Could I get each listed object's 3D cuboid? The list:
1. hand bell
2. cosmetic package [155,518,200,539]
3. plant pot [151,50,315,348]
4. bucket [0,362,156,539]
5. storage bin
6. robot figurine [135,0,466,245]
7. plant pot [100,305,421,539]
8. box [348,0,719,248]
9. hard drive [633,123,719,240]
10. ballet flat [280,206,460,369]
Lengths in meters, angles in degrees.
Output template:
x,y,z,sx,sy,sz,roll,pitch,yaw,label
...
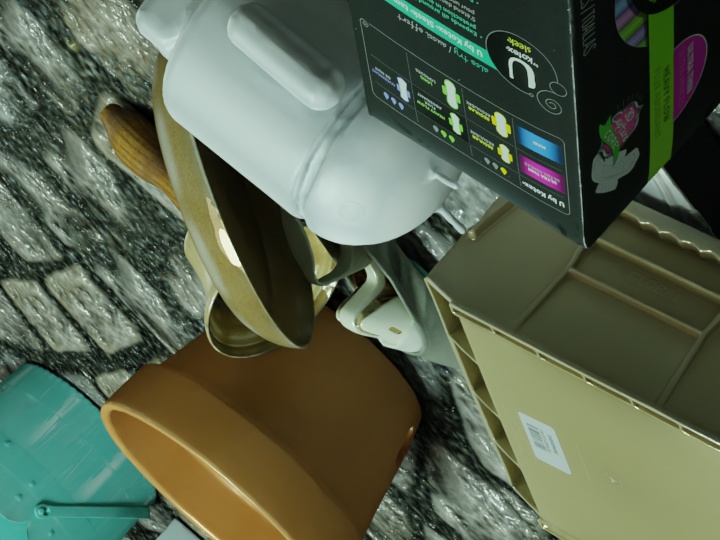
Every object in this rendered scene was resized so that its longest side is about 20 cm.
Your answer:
x,y,z,sx,sy,sz,roll,pitch,yaw,label
-0.108,-0.047,1.646,0.200,0.104,0.104,47,163,34,hand bell
-0.132,0.329,2.394,0.150,0.052,0.200,36,157,14,cosmetic package
-0.075,-0.046,1.461,0.200,0.027,0.201,-20,-90,-81,plant pot
-0.291,0.194,2.318,0.207,0.135,0.208,39,158,18,bucket
0.148,0.071,1.241,0.198,0.094,0.200,28,156,35,storage bin
-0.023,-0.091,1.329,0.200,0.113,0.170,39,-178,15,robot figurine
-0.053,0.105,1.693,0.200,0.140,0.200,37,164,12,plant pot
0.081,-0.139,1.000,0.124,0.149,0.200,33,156,26,box
0.134,-0.036,1.249,0.200,0.038,0.140,51,159,-17,hard drive
0.000,0.000,1.524,0.067,0.064,0.200,15,145,52,ballet flat
